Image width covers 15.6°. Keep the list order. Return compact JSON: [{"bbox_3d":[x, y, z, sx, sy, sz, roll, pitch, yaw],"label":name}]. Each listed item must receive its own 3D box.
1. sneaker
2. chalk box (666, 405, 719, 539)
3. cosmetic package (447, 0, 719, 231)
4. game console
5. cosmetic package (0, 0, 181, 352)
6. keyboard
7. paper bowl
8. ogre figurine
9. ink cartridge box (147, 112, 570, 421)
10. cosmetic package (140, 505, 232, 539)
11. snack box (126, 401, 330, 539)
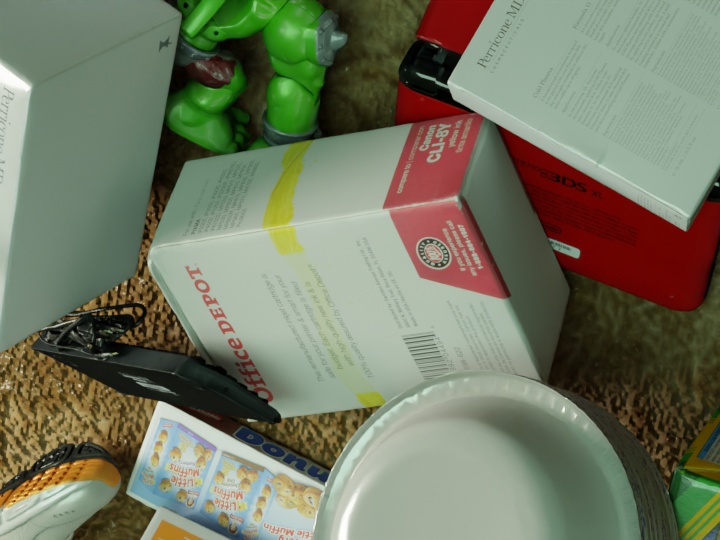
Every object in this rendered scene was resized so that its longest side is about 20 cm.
[{"bbox_3d":[-0.212,0.184,1.679,0.200,0.076,0.092,-33,100,32],"label":"sneaker"},{"bbox_3d":[0.223,0.200,1.490,0.123,0.124,0.201,18,109,14],"label":"chalk box"},{"bbox_3d":[0.160,-0.146,1.412,0.150,0.052,0.201,30,86,8],"label":"cosmetic package"},{"bbox_3d":[0.131,-0.097,1.497,0.199,0.119,0.173,22,142,14],"label":"game console"},{"bbox_3d":[-0.223,-0.099,1.512,0.200,0.123,0.200,35,135,23],"label":"cosmetic package"},{"bbox_3d":[-0.126,0.047,1.552,0.200,0.104,0.040,5,69,57],"label":"keyboard"},{"bbox_3d":[0.064,0.154,1.416,0.199,0.104,0.202,-6,76,27],"label":"paper bowl"},{"bbox_3d":[-0.088,-0.144,1.521,0.200,0.098,0.120,54,128,11],"label":"ogre figurine"},{"bbox_3d":[0.000,0.000,1.502,0.199,0.084,0.146,-8,130,25],"label":"ink cartridge box"},{"bbox_3d":[-0.123,0.257,1.594,0.101,0.201,0.071,23,154,11],"label":"cosmetic package"},{"bbox_3d":[-0.046,0.150,1.628,0.199,0.024,0.072,27,114,11],"label":"snack box"}]
